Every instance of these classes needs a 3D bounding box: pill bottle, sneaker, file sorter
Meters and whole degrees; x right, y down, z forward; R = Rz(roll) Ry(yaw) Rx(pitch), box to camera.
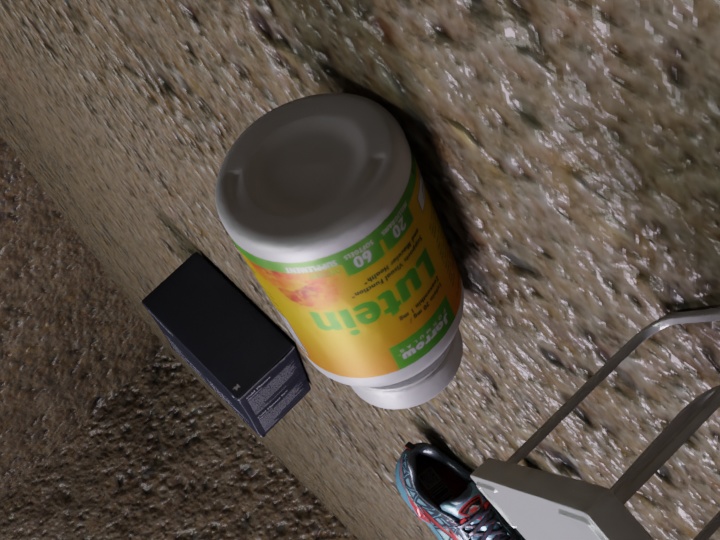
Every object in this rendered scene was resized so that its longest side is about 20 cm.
[{"bbox_3d":[0.000,0.000,0.689,0.111,0.111,0.200,37,163,37],"label":"pill bottle"},{"bbox_3d":[0.108,0.257,1.175,0.200,0.079,0.096,43,164,17],"label":"sneaker"},{"bbox_3d":[0.172,0.124,0.485,0.200,0.124,0.139,48,168,-5],"label":"file sorter"}]

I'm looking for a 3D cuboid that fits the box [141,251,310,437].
[{"bbox_3d":[-0.178,0.104,1.568,0.200,0.104,0.182,42,167,19],"label":"box"}]
